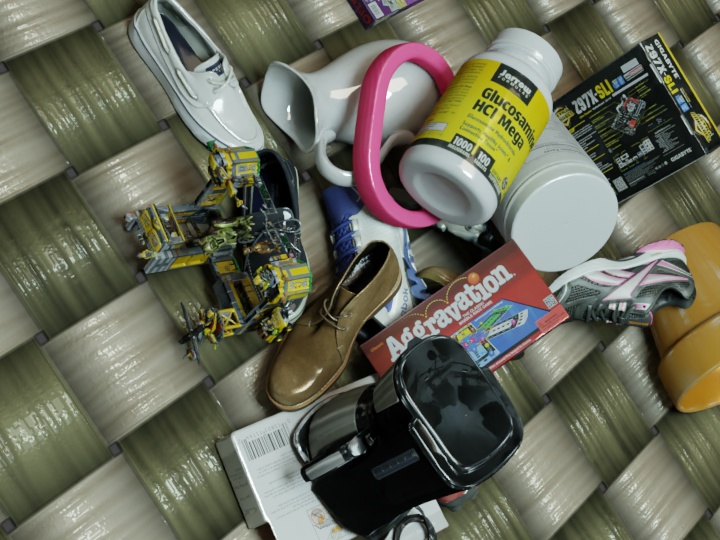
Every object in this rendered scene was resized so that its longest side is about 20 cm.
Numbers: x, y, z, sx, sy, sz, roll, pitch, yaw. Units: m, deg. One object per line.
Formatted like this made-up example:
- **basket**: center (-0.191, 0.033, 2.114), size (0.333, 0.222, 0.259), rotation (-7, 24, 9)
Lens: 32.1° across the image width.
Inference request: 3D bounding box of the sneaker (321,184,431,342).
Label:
- **sneaker**: center (0.000, 0.001, 1.357), size (0.115, 0.080, 0.201), rotation (-22, 85, -40)

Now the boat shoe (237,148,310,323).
- **boat shoe**: center (-0.093, -0.038, 1.306), size (0.074, 0.062, 0.202), rotation (-7, 64, 9)

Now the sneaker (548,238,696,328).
- **sneaker**: center (0.310, 0.032, 1.490), size (0.198, 0.081, 0.087), rotation (-21, 60, -3)

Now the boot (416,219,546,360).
- **boot**: center (0.149, -0.015, 1.481), size (0.175, 0.066, 0.201), rotation (37, 53, -25)

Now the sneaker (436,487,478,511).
- **sneaker**: center (0.095, 0.154, 1.349), size (0.098, 0.070, 0.202), rotation (43, 46, -45)

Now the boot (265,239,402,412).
- **boot**: center (-0.031, 0.050, 1.259), size (0.073, 0.076, 0.201), rotation (33, 73, 15)

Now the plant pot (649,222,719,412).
- **plant pot**: center (0.442, 0.049, 1.581), size (0.199, 0.201, 0.184), rotation (-7, 58, -36)

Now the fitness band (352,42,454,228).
- **fitness band**: center (0.058, -0.145, 1.355), size (0.143, 0.037, 0.202), rotation (12, 81, -39)

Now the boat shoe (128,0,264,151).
- **boat shoe**: center (-0.169, -0.205, 1.338), size (0.200, 0.065, 0.074), rotation (48, 52, -8)

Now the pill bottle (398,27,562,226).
- **pill bottle**: center (0.133, -0.155, 1.322), size (0.112, 0.112, 0.201), rotation (38, 67, -15)

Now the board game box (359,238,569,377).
- **board game box**: center (0.109, 0.065, 1.314), size (0.199, 0.019, 0.103), rotation (-35, 77, -3)

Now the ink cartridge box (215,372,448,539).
- **ink cartridge box**: center (-0.027, 0.218, 1.270), size (0.199, 0.045, 0.178), rotation (-18, 81, -37)

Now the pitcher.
- **pitcher**: center (0.012, -0.174, 1.407), size (0.199, 0.122, 0.172), rotation (-14, 63, -31)

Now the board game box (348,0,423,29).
- **board game box**: center (-0.003, -0.408, 1.561), size (0.120, 0.032, 0.201), rotation (-33, 91, -34)

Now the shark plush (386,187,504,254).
- **shark plush**: center (0.122, -0.079, 1.440), size (0.200, 0.091, 0.083), rotation (37, 16, 31)

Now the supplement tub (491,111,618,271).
- **supplement tub**: center (0.194, -0.106, 1.421), size (0.131, 0.133, 0.201), rotation (15, 29, -28)

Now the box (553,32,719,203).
- **box**: center (0.340, -0.182, 1.588), size (0.049, 0.200, 0.161), rotation (-28, 87, -37)

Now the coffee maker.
- **coffee maker**: center (0.059, 0.174, 1.191), size (0.192, 0.200, 0.135), rotation (39, 54, -12)

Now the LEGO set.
- **LEGO set**: center (-0.148, -0.019, 1.221), size (0.115, 0.153, 0.202), rotation (-10, 75, -40)
